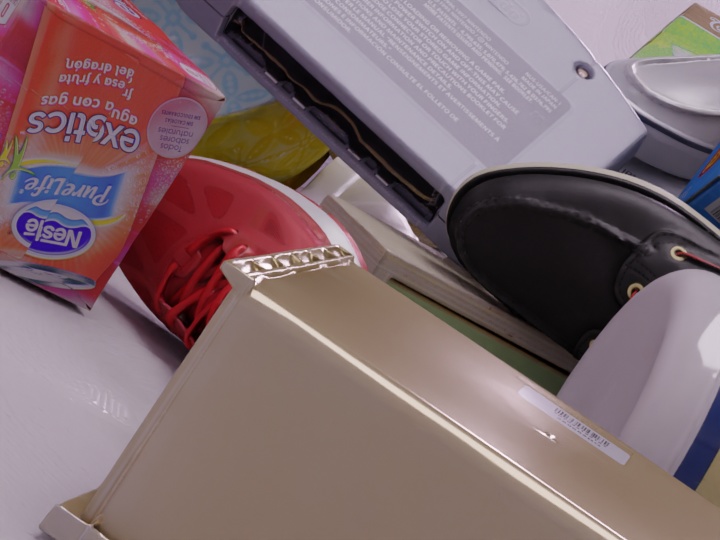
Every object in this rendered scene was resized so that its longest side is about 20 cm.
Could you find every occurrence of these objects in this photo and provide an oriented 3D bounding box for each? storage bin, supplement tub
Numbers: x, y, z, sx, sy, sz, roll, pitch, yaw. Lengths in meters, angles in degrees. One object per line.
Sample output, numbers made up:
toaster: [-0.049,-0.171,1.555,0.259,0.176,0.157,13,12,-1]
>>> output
storage bin: [0.034,0.086,0.885,0.200,0.094,0.199,34,7,8]
supplement tub: [0.167,0.106,1.097,0.200,0.145,0.144,32,8,-9]

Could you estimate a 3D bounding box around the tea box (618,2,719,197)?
tea box: [0.179,0.004,1.391,0.200,0.134,0.197,33,37,12]

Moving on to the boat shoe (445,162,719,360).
boat shoe: [0.126,0.018,1.180,0.201,0.074,0.063,28,24,0]

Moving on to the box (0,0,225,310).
box: [-0.148,-0.081,1.146,0.095,0.103,0.200,27,11,-33]

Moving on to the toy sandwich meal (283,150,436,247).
toy sandwich meal: [0.005,-0.104,1.502,0.205,0.070,0.206,30,52,-46]

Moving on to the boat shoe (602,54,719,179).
boat shoe: [0.200,-0.081,1.340,0.199,0.065,0.074,4,41,-24]

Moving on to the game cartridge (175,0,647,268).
game cartridge: [0.024,-0.097,1.272,0.200,0.041,0.133,43,51,8]

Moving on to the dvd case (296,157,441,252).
dvd case: [0.004,-0.020,1.506,0.142,0.018,0.200,2,25,-36]

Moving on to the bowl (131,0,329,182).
bowl: [-0.077,-0.089,1.363,0.200,0.200,0.108,39,-33,39]

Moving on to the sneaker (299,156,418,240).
sneaker: [0.000,0.000,1.333,0.084,0.073,0.200,26,18,11]

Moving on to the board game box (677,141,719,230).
board game box: [0.259,-0.025,1.272,0.200,0.196,0.056,43,-34,-5]

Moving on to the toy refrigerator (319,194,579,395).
toy refrigerator: [0.054,0.050,1.239,0.200,0.076,0.070,28,9,-34]

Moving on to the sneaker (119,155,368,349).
sneaker: [-0.043,0.011,1.092,0.200,0.078,0.115,36,7,27]
